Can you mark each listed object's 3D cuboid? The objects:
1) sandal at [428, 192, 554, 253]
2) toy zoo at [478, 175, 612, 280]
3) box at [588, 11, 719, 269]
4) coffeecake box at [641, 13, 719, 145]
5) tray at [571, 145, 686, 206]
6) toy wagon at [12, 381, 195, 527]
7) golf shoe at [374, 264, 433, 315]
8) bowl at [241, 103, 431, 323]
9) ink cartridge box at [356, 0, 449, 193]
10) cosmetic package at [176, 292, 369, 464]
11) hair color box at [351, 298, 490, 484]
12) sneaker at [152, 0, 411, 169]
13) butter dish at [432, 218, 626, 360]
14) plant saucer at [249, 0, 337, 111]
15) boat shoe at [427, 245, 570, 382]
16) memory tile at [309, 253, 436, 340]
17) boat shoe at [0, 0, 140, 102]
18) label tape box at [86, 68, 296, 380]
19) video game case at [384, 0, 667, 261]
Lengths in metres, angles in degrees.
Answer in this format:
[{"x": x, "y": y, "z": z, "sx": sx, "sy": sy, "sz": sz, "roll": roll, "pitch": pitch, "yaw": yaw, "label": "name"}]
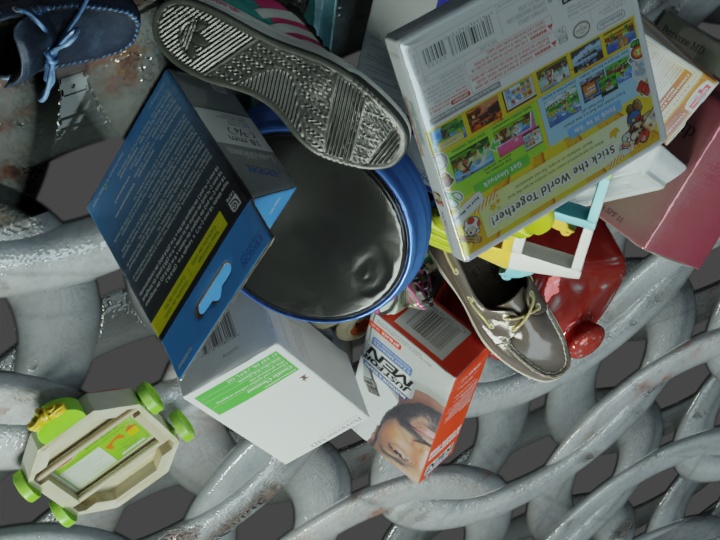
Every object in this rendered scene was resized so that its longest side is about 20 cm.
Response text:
[{"x": 0.097, "y": -0.066, "z": 1.187, "sx": 0.079, "sy": 0.088, "sz": 0.200, "roll": 23, "pitch": 162, "yaw": -29, "label": "sandal"}, {"x": 0.143, "y": -0.063, "z": 1.242, "sx": 0.130, "sy": 0.021, "sz": 0.201, "roll": 16, "pitch": 136, "yaw": 6, "label": "toy zoo"}, {"x": 0.308, "y": -0.123, "z": 1.378, "sx": 0.109, "sy": 0.128, "sz": 0.201, "roll": 15, "pitch": 110, "yaw": -45, "label": "box"}, {"x": 0.183, "y": -0.200, "z": 1.190, "sx": 0.200, "sy": 0.154, "sz": 0.073, "roll": 17, "pitch": 117, "yaw": -48, "label": "coffeecake box"}, {"x": 0.188, "y": -0.072, "z": 1.299, "sx": 0.199, "sy": 0.022, "sz": 0.107, "roll": -12, "pitch": 168, "yaw": 24, "label": "tray"}, {"x": -0.251, "y": 0.162, "z": 1.352, "sx": 0.155, "sy": 0.040, "sz": 0.200, "roll": -35, "pitch": 144, "yaw": 0, "label": "toy wagon"}, {"x": 0.000, "y": 0.000, "z": 1.300, "sx": 0.092, "sy": 0.073, "sz": 0.200, "roll": -15, "pitch": 156, "yaw": 14, "label": "golf shoe"}, {"x": -0.042, "y": -0.042, "z": 1.175, "sx": 0.039, "sy": 0.200, "sz": 0.201, "roll": -62, "pitch": 175, "yaw": -51, "label": "bowl"}, {"x": 0.051, "y": -0.170, "z": 1.138, "sx": 0.039, "sy": 0.099, "sz": 0.201, "roll": -36, "pitch": 147, "yaw": -54, "label": "ink cartridge box"}, {"x": -0.086, "y": 0.098, "z": 1.365, "sx": 0.107, "sy": 0.085, "sz": 0.200, "roll": -31, "pitch": 144, "yaw": 12, "label": "cosmetic package"}, {"x": 0.054, "y": 0.117, "z": 1.462, "sx": 0.064, "sy": 0.111, "sz": 0.200, "roll": -39, "pitch": 157, "yaw": -32, "label": "hair color box"}, {"x": -0.043, "y": -0.157, "z": 1.048, "sx": 0.084, "sy": 0.199, "sz": 0.121, "roll": -56, "pitch": -176, "yaw": 36, "label": "sneaker"}, {"x": 0.191, "y": 0.027, "z": 1.460, "sx": 0.199, "sy": 0.148, "sz": 0.200, "roll": 0, "pitch": 132, "yaw": -44, "label": "butter dish"}, {"x": -0.057, "y": -0.171, "z": 1.147, "sx": 0.070, "sy": 0.019, "sz": 0.201, "roll": -17, "pitch": 142, "yaw": -24, "label": "plant saucer"}, {"x": 0.133, "y": 0.025, "z": 1.354, "sx": 0.072, "sy": 0.200, "sz": 0.060, "roll": -37, "pitch": -175, "yaw": -9, "label": "boat shoe"}, {"x": 0.022, "y": -0.013, "z": 1.394, "sx": 0.200, "sy": 0.017, "sz": 0.153, "roll": -44, "pitch": 144, "yaw": 12, "label": "memory tile"}, {"x": -0.239, "y": -0.149, "z": 0.977, "sx": 0.199, "sy": 0.069, "sz": 0.084, "roll": -15, "pitch": 140, "yaw": -27, "label": "boat shoe"}, {"x": -0.119, "y": -0.034, "z": 1.093, "sx": 0.063, "sy": 0.200, "sz": 0.144, "roll": 8, "pitch": 127, "yaw": -43, "label": "label tape box"}, {"x": 0.126, "y": -0.130, "z": 1.044, "sx": 0.199, "sy": 0.023, "sz": 0.183, "roll": -31, "pitch": 121, "yaw": -19, "label": "video game case"}]
